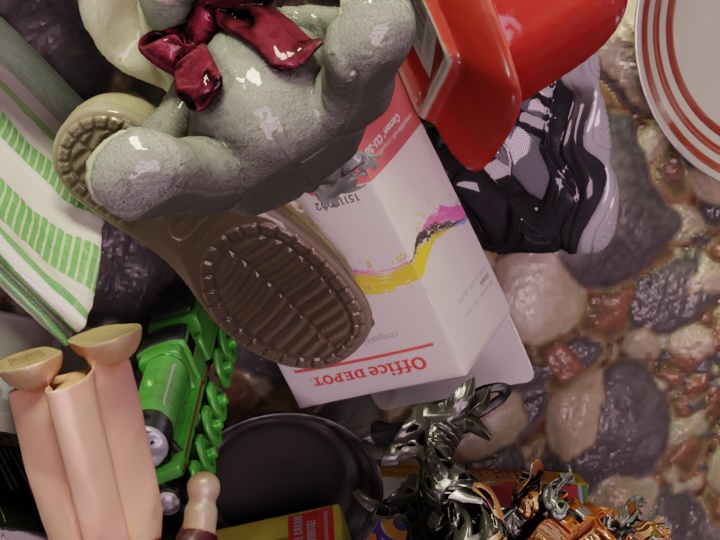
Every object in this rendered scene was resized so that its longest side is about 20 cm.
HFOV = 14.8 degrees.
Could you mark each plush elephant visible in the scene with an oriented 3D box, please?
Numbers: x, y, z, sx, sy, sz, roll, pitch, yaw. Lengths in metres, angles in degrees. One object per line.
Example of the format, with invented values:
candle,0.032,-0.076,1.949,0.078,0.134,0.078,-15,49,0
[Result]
plush elephant,-0.061,-0.115,1.313,0.164,0.200,0.155,-32,77,7

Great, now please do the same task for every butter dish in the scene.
butter dish,0.078,-0.173,1.394,0.147,0.200,0.201,-21,83,-9

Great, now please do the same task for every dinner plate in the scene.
dinner plate,0.246,-0.142,1.569,0.199,0.024,0.202,-4,105,-16

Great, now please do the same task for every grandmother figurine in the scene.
grandmother figurine,-0.120,0.133,1.309,0.120,0.061,0.201,-17,100,-6

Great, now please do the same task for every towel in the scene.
towel,-0.179,-0.065,1.380,0.023,0.200,0.153,-36,113,21

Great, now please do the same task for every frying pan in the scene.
frying pan,-0.021,0.096,1.503,0.115,0.031,0.190,33,111,-25

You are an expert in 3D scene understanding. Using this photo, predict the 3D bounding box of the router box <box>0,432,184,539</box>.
router box,-0.172,0.127,1.426,0.148,0.200,0.051,9,100,-17

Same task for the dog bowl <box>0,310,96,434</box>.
dog bowl,-0.209,0.046,1.404,0.199,0.200,0.059,10,86,-18

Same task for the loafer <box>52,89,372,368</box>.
loafer,-0.070,-0.029,1.418,0.076,0.068,0.200,-37,115,24

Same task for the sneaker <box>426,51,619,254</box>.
sneaker,0.071,-0.094,1.504,0.113,0.075,0.201,-15,107,-11

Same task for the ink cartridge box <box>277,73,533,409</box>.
ink cartridge box,0.000,0.000,1.483,0.116,0.068,0.201,-13,114,35

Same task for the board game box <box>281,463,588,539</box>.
board game box,0.029,0.160,1.586,0.199,0.030,0.096,4,103,-14

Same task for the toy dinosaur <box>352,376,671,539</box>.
toy dinosaur,0.061,0.140,1.442,0.199,0.136,0.102,3,134,-37

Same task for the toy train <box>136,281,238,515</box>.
toy train,-0.095,0.063,1.436,0.041,0.200,0.057,-19,111,10

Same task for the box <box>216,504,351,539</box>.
box,-0.100,0.187,1.497,0.199,0.075,0.050,-11,127,6
